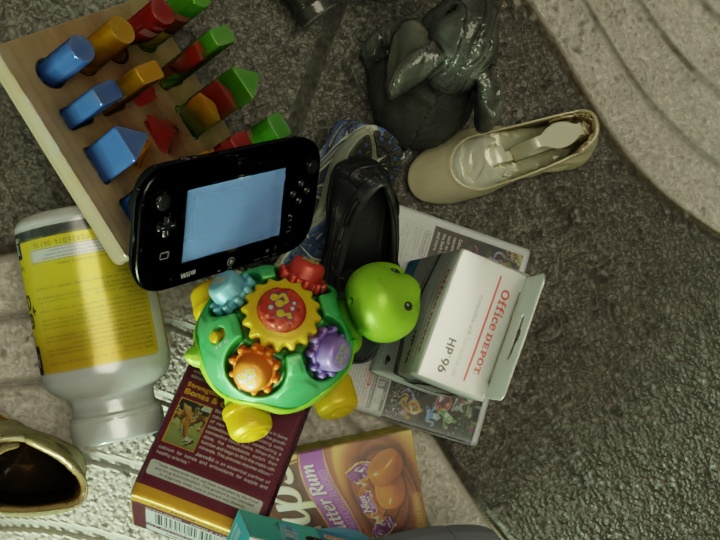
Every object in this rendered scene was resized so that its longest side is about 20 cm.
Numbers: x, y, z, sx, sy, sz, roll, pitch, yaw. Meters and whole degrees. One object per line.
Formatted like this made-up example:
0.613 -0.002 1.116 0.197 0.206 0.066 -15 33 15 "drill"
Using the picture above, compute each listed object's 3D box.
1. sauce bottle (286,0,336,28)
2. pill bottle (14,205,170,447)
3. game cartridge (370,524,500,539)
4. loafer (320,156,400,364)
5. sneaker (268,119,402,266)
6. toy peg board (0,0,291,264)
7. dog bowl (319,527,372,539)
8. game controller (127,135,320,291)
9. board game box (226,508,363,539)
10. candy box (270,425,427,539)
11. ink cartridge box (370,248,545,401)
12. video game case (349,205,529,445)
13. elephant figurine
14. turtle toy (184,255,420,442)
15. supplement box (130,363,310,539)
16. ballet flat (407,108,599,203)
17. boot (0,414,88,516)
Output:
-0.093 -0.320 1.144 0.066 0.066 0.200 -39 98 -13 "sauce bottle"
-0.226 0.046 1.065 0.112 0.112 0.201 -11 89 -15 "pill bottle"
0.030 0.292 1.062 0.199 0.040 0.134 -13 114 -14 "game cartridge"
0.000 0.000 1.092 0.068 0.070 0.201 -9 119 -22 "loafer"
-0.035 -0.051 1.146 0.077 0.085 0.200 24 102 -36 "sneaker"
-0.169 -0.142 1.044 0.200 0.098 0.199 58 36 -5 "toy peg board"
-0.025 0.330 1.102 0.111 0.050 0.201 -4 109 -17 "dog bowl"
-0.108 -0.049 1.010 0.200 0.042 0.105 -19 117 -45 "game controller"
-0.031 0.289 0.995 0.200 0.047 0.151 18 102 -23 "board game box"
-0.043 0.219 1.134 0.199 0.056 0.117 -10 91 -13 "candy box"
0.080 0.048 1.076 0.068 0.200 0.116 22 81 -12 "ink cartridge box"
0.054 0.048 1.185 0.181 0.023 0.201 18 82 -13 "video game case"
0.077 -0.189 1.110 0.141 0.200 0.156 -23 93 -15 "elephant figurine"
-0.047 0.046 1.013 0.199 0.101 0.146 -13 65 -16 "turtle toy"
-0.108 0.136 1.063 0.110 0.086 0.200 21 61 2 "supplement box"
0.143 -0.115 1.194 0.199 0.069 0.070 -18 92 -14 "ballet flat"
-0.321 0.151 1.012 0.200 0.155 0.073 21 82 -12 "boot"
